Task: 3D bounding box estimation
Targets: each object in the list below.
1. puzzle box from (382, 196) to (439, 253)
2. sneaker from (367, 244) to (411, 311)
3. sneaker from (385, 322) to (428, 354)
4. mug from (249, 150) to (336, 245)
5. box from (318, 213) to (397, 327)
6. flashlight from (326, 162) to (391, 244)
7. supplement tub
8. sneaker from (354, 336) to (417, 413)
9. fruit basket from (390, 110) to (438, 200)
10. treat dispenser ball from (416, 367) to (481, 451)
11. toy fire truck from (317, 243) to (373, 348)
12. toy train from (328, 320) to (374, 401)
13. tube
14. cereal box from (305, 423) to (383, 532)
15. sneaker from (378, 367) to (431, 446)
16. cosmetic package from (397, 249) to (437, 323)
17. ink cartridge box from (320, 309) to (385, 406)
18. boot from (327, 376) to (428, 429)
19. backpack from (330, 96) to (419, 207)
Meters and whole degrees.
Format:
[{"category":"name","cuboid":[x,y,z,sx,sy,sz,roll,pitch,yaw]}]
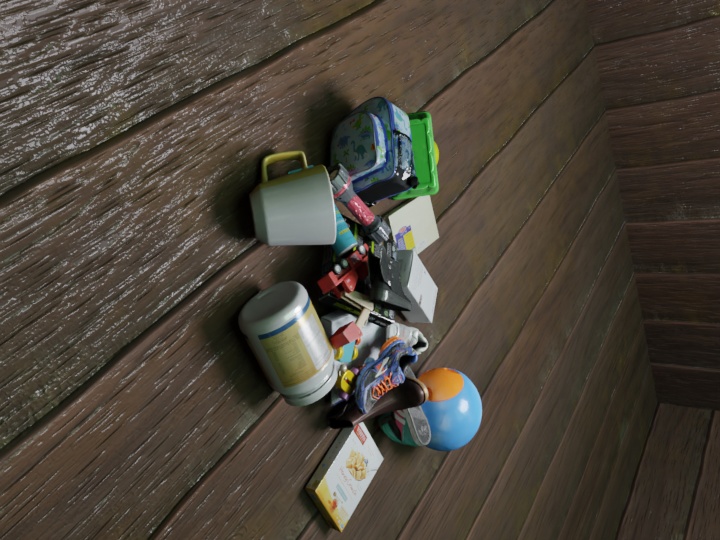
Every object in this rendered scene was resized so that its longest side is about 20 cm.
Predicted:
[{"category":"puzzle box","cuboid":[0.133,-0.112,1.584,0.199,0.025,0.137,-34,116,-45]},{"category":"sneaker","cuboid":[0.063,0.021,1.268,0.199,0.058,0.108,25,69,-62]},{"category":"sneaker","cuboid":[0.115,0.187,1.470,0.201,0.096,0.080,67,30,-67]},{"category":"mug","cuboid":[-0.138,-0.125,1.178,0.148,0.188,0.153,-10,124,-11]},{"category":"box","cuboid":[0.000,0.000,1.344,0.189,0.047,0.206,22,58,-32]},{"category":"flashlight","cuboid":[-0.007,-0.136,1.297,0.200,0.067,0.069,46,46,-30]},{"category":"supplement tub","cuboid":[-0.135,0.142,1.172,0.145,0.142,0.204,-45,123,-39]},{"category":"sneaker","cuboid":[0.054,0.225,1.310,0.201,0.077,0.077,-52,137,-31]},{"category":"fruit basket","cuboid":[0.131,-0.289,1.526,0.216,0.150,0.223,172,-90,-89]},{"category":"treat dispenser ball","cuboid":[0.209,0.351,1.541,0.198,0.197,0.208,0,90,-49]},{"category":"toy fire truck","cuboid":[-0.015,0.048,1.240,0.143,0.048,0.199,56,45,-6]},{"category":"toy train","cuboid":[-0.018,0.188,1.310,0.150,0.054,0.205,-43,133,-41]},{"category":"tube","cuboid":[-0.077,-0.129,1.280,0.077,0.050,0.203,-24,81,-51]},{"category":"cereal box","cuboid":[-0.032,0.457,1.374,0.201,0.039,0.146,-52,127,-36]},{"category":"sneaker","cuboid":[0.090,0.327,1.469,0.082,0.119,0.206,-7,77,-47]},{"category":"cosmetic package","cuboid":[0.127,0.043,1.505,0.200,0.072,0.105,48,48,-52]},{"category":"ink cartridge box","cuboid":[-0.013,0.175,1.382,0.197,0.040,0.207,-19,117,-47]},{"category":"boot","cuboid":[0.039,0.304,1.339,0.164,0.197,0.074,-27,98,-43]},{"category":"backpack","cuboid":[0.025,-0.271,1.337,0.145,0.180,0.207,17,65,-44]}]
